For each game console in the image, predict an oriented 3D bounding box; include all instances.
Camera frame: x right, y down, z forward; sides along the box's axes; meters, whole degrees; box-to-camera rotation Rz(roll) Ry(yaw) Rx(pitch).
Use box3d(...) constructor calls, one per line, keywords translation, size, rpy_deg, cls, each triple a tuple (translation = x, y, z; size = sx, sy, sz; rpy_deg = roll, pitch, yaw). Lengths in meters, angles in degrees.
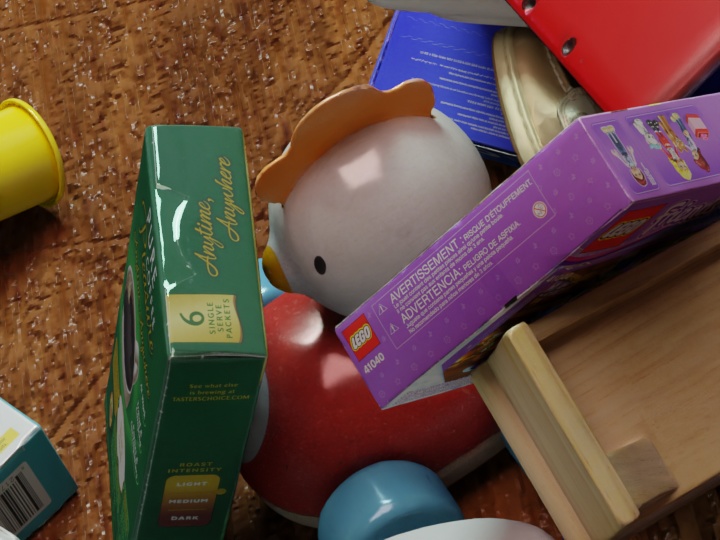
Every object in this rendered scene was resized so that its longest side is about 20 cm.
box3d(translation=(0.167, -0.134, 1.163), size=(0.172, 0.119, 0.200), rpy_deg=(7, 25, -22), cls="game console")

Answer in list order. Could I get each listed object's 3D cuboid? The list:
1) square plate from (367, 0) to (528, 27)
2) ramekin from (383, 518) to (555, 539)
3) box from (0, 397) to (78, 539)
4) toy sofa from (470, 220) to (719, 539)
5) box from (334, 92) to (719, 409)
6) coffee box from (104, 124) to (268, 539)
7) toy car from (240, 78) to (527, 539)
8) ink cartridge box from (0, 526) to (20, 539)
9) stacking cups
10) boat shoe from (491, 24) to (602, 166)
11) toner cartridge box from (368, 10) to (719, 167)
box3d(translation=(0.114, -0.148, 1.298), size=(0.197, 0.029, 0.200), rpy_deg=(5, 25, 17), cls="square plate")
box3d(translation=(0.016, 0.178, 1.047), size=(0.200, 0.098, 0.201), rpy_deg=(-26, 17, 8), cls="ramekin")
box3d(translation=(-0.230, 0.076, 1.353), size=(0.082, 0.049, 0.200), rpy_deg=(-44, 46, -18), cls="box")
box3d(translation=(0.145, 0.023, 1.043), size=(0.200, 0.098, 0.083), rpy_deg=(-29, 81, -12), cls="toy sofa")
box3d(translation=(0.098, -0.014, 1.072), size=(0.137, 0.200, 0.039), rpy_deg=(-41, 74, 33), cls="box")
box3d(translation=(-0.076, 0.047, 1.195), size=(0.044, 0.200, 0.123), rpy_deg=(1, 51, -11), cls="coffee box")
box3d(translation=(0.000, 0.000, 1.204), size=(0.177, 0.200, 0.184), rpy_deg=(-31, 43, -3), cls="toy car")
box3d(translation=(-0.164, 0.198, 1.098), size=(0.083, 0.200, 0.147), rpy_deg=(19, 60, 37), cls="ink cartridge box")
box3d(translation=(-0.241, -0.020, 1.395), size=(0.200, 0.061, 0.060), rpy_deg=(-29, 40, -31), cls="stacking cups")
box3d(translation=(0.120, -0.030, 1.231), size=(0.063, 0.073, 0.200), rpy_deg=(-33, 69, 19), cls="boat shoe")
box3d(translation=(0.101, -0.091, 1.328), size=(0.200, 0.043, 0.095), rpy_deg=(18, 87, 37), cls="toner cartridge box")
